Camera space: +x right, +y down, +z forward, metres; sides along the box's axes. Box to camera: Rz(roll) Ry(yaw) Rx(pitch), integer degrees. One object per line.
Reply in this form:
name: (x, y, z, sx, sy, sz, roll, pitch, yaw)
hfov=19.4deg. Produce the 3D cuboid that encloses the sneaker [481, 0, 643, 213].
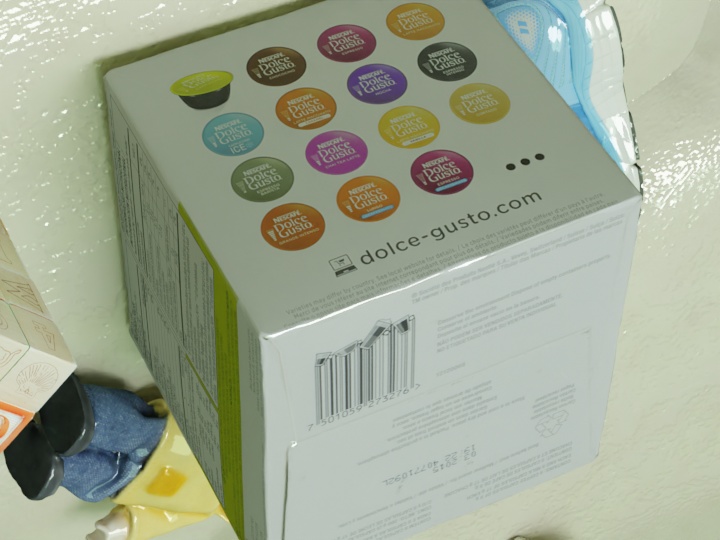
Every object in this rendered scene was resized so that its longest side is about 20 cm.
sneaker: (0.101, -0.087, 1.170, 0.090, 0.079, 0.200, -16, 132, 1)

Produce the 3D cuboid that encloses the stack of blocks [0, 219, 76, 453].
stack of blocks: (-0.215, 0.008, 0.940, 0.115, 0.200, 0.059, -47, 139, 15)

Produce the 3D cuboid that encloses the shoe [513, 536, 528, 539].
shoe: (0.150, 0.249, 1.549, 0.070, 0.053, 0.200, -58, 150, -22)

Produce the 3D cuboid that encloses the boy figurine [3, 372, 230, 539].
boy figurine: (-0.111, 0.118, 1.228, 0.200, 0.064, 0.124, 24, 112, -42)

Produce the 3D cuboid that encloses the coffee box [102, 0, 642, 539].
coffee box: (0.000, 0.000, 1.077, 0.199, 0.198, 0.200, -19, 140, -18)
